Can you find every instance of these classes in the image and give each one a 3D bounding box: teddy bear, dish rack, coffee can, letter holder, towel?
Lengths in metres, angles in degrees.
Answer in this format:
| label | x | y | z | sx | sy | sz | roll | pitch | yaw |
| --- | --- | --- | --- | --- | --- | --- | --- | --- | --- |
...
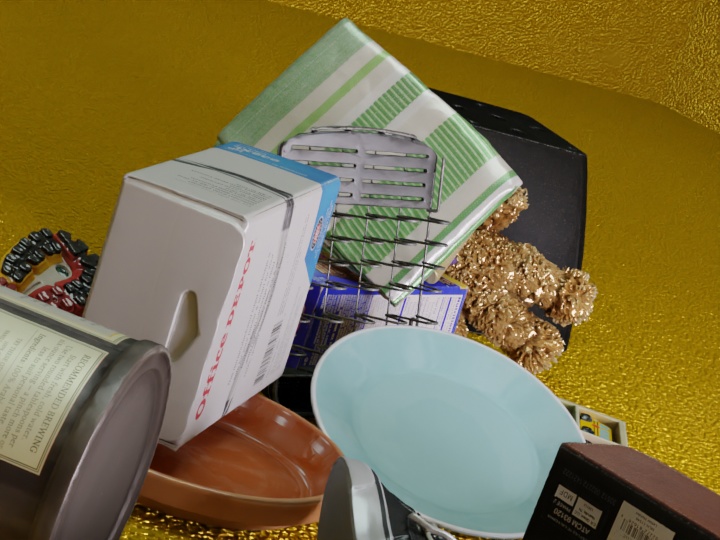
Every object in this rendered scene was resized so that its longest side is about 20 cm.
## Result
| label | x | y | z | sx | sy | sz | roll | pitch | yaw |
| --- | --- | --- | --- | --- | --- | --- | --- | --- | --- |
| teddy bear | 0.100 | 0.001 | 1.646 | 0.200 | 0.145 | 0.067 | 52 | 8 | 3 |
| dish rack | 0.000 | 0.000 | 1.382 | 0.153 | 0.201 | 0.054 | 1 | 8 | -34 |
| coffee can | -0.210 | 0.068 | 0.943 | 0.199 | 0.147 | 0.146 | 21 | 14 | 8 |
| letter holder | 0.213 | 0.190 | 1.158 | 0.200 | 0.101 | 0.142 | 30 | 16 | 38 |
| towel | 0.005 | -0.083 | 1.493 | 0.200 | 0.153 | 0.023 | 42 | -14 | 20 |

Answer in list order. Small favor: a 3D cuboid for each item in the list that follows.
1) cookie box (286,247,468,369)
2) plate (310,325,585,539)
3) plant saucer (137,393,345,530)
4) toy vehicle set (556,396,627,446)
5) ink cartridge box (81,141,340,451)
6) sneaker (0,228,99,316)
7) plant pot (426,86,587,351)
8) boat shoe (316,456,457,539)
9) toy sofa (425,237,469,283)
| label | x | y | z | sx | sy | sz | roll | pitch | yaw |
| --- | --- | --- | --- | --- | --- | --- | --- | --- | --- |
| cookie box | -0.041 | 0.012 | 1.548 | 0.171 | 0.075 | 0.200 | 28 | 15 | 32 |
| plate | 0.058 | 0.111 | 1.311 | 0.200 | 0.026 | 0.200 | 16 | 34 | -11 |
| plant saucer | -0.104 | 0.106 | 1.189 | 0.200 | 0.032 | 0.200 | 18 | 13 | -4 |
| toy vehicle set | 0.134 | 0.129 | 1.434 | 0.124 | 0.027 | 0.200 | 20 | 14 | 1 |
| ink cartridge box | -0.094 | 0.008 | 1.207 | 0.083 | 0.146 | 0.200 | 21 | 14 | 11 |
| sneaker | -0.226 | 0.049 | 1.178 | 0.078 | 0.082 | 0.200 | 42 | 33 | 9 |
| plant pot | 0.096 | -0.058 | 1.797 | 0.199 | 0.178 | 0.200 | 12 | 16 | -25 |
| boat shoe | 0.024 | 0.164 | 1.044 | 0.068 | 0.074 | 0.199 | 11 | 16 | -17 |
| toy sofa | -0.012 | -0.057 | 1.561 | 0.199 | 0.098 | 0.083 | 23 | 38 | 13 |
